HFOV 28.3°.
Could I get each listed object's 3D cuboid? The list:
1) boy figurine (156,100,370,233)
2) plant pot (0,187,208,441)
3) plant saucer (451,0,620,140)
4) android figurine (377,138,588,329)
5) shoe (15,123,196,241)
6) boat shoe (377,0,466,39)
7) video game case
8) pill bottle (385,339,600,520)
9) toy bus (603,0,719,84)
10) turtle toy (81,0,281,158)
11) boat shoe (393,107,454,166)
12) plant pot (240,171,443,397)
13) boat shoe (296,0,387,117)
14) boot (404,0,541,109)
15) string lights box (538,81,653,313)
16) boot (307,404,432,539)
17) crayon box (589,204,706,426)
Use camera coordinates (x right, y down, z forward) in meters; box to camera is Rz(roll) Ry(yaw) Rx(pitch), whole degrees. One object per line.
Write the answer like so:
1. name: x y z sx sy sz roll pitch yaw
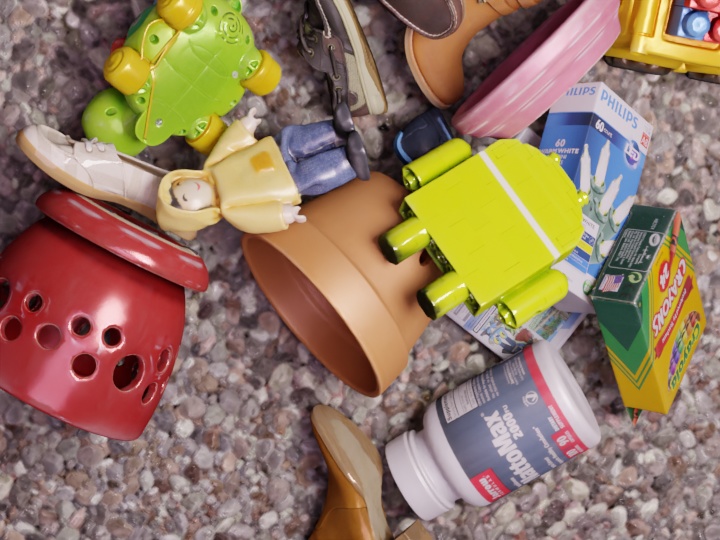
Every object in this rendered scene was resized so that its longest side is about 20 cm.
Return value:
1. boy figurine: -0.095 -0.091 1.298 0.198 0.065 0.125 -18 67 -3
2. plant pot: -0.254 0.032 1.320 0.199 0.200 0.184 26 91 -15
3. plant saucer: 0.172 -0.191 1.335 0.200 0.201 0.051 -45 96 2
4. android figurine: 0.119 -0.041 1.297 0.199 0.041 0.183 -33 77 -21
5. shoe: -0.223 -0.092 1.310 0.199 0.070 0.054 27 103 -35
6. boat shoe: 0.016 -0.283 1.274 0.070 0.070 0.200 -38 101 28
7. video game case: 0.172 -0.016 1.472 0.182 0.022 0.201 38 93 -16
8. pill bottle: 0.132 0.169 1.450 0.199 0.120 0.120 -31 107 12
9. toy bus: 0.336 -0.247 1.360 0.198 0.192 0.137 8 100 -13
10. turtle toy: -0.180 -0.180 1.329 0.200 0.101 0.145 -48 129 5
11. boat shoe: 0.120 -0.074 1.397 0.069 0.084 0.200 -45 108 -1
12. plant pot: 0.000 0.000 1.368 0.140 0.200 0.201 -41 107 -15
13. boat shoe: -0.028 -0.214 1.335 0.064 0.074 0.201 -22 134 4
14. boot: 0.115 -0.248 1.338 0.153 0.074 0.201 -5 124 20
15. string lights box: 0.214 -0.070 1.392 0.102 0.059 0.202 29 72 -42
16. boot: -0.026 0.255 1.474 0.144 0.071 0.202 -44 76 30
17. crayon box: 0.293 0.050 1.424 0.127 0.050 0.201 -59 141 -32
